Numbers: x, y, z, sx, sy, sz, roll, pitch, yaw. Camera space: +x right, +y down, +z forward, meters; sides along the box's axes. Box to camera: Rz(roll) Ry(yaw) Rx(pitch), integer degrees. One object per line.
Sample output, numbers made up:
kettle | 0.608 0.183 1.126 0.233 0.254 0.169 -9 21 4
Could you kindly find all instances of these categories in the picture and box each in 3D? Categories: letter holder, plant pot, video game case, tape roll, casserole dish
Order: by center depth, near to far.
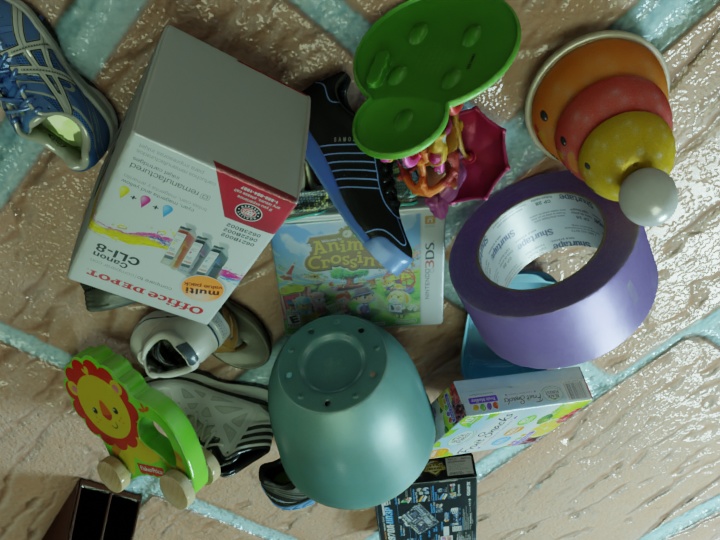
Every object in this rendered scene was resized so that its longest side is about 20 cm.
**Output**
tape roll | 0.197 -0.004 0.821 0.198 0.201 0.085 -23 128 16
plant pot | -0.017 0.148 0.918 0.198 0.202 0.162 -9 141 4
video game case | 0.000 0.000 0.927 0.197 0.022 0.184 -4 131 0
casserole dish | 0.185 0.069 0.990 0.119 0.039 0.202 -1 130 -3
letter holder | -0.421 0.437 1.190 0.100 0.143 0.201 23 125 -22

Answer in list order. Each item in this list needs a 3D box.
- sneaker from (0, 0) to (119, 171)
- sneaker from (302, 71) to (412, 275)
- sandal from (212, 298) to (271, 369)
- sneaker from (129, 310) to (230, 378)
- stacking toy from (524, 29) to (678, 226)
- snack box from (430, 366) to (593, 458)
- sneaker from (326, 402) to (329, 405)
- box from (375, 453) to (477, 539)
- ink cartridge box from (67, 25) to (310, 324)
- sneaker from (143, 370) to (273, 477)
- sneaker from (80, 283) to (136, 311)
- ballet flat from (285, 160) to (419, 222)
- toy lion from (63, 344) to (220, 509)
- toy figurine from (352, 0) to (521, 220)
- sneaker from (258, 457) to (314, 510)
sneaker | -0.300 -0.173 0.719 0.075 0.078 0.200 -30 127 21
sneaker | 0.004 -0.095 0.759 0.077 0.070 0.201 -34 85 11
sandal | -0.175 0.058 0.942 0.081 0.055 0.201 -18 129 11
sneaker | -0.228 0.087 0.910 0.199 0.071 0.073 -24 105 50
stacking toy | 0.239 -0.115 0.728 0.144 0.201 0.147 -2 131 -2
snack box | 0.179 0.185 1.025 0.198 0.053 0.143 -2 146 -26
sneaker | -0.017 0.205 1.065 0.200 0.077 0.147 -17 133 11
box | 0.101 0.369 1.235 0.157 0.046 0.202 -6 131 1
ink cartridge box | -0.156 -0.076 0.717 0.144 0.146 0.200 21 137 -22
sneaker | -0.205 0.197 1.019 0.198 0.116 0.076 9 130 -11
sneaker | -0.204 -0.035 0.844 0.197 0.076 0.116 -15 96 -19
ballet flat | -0.037 -0.090 0.828 0.197 0.075 0.075 -9 131 0
toy lion | -0.282 0.184 0.978 0.198 0.069 0.194 1 115 36
toy figurine | 0.080 -0.121 0.740 0.148 0.202 0.185 9 149 27
sneaker | -0.041 0.239 0.999 0.198 0.071 0.083 -26 129 11
